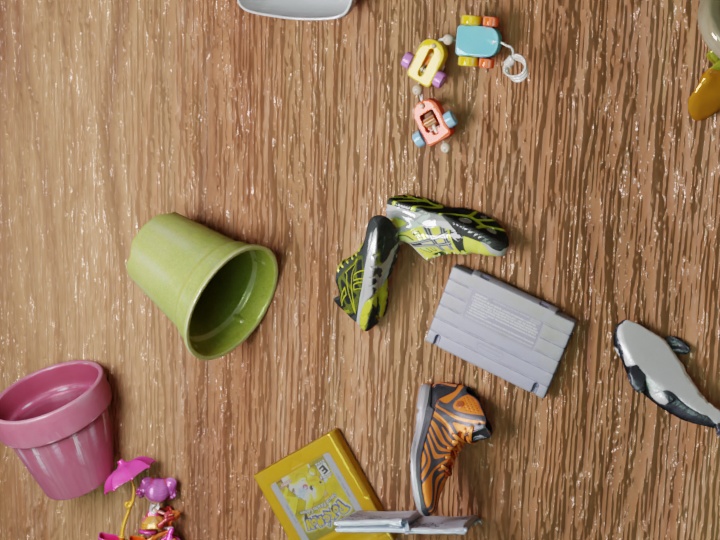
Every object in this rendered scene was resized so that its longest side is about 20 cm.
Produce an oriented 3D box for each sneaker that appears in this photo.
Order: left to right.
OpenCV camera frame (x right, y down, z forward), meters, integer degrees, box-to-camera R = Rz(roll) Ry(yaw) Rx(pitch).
[{"bbox_3d":[0.000,0.000,1.483,0.084,0.074,0.203,27,129,22],"label":"sneaker"},{"bbox_3d":[0.126,-0.051,1.456,0.197,0.075,0.078,20,113,28],"label":"sneaker"},{"bbox_3d":[0.135,0.259,1.458,0.110,0.078,0.203,-1,66,17],"label":"sneaker"}]

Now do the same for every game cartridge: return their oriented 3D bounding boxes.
[{"bbox_3d":[-0.059,0.383,1.615,0.175,0.032,0.202,-32,86,23],"label":"game cartridge"},{"bbox_3d":[0.206,0.086,1.462,0.198,0.038,0.132,26,103,16],"label":"game cartridge"}]

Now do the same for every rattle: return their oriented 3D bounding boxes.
[{"bbox_3d":[0.461,-0.326,1.295,0.128,0.143,0.203,-21,74,-9],"label":"rattle"}]

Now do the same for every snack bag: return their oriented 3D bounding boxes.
[{"bbox_3d":[0.073,0.370,1.465,0.196,0.188,0.022,-2,81,12],"label":"snack bag"}]

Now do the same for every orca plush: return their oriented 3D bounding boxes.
[{"bbox_3d":[0.427,0.156,1.383,0.198,0.071,0.106,32,64,9],"label":"orca plush"}]

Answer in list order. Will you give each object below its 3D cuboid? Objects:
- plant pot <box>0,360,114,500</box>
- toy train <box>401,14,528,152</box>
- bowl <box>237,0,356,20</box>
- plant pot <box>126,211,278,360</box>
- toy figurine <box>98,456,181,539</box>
[{"bbox_3d":[-0.508,0.281,1.700,0.196,0.200,0.182,-5,112,22],"label":"plant pot"},{"bbox_3d":[0.142,-0.272,1.419,0.199,0.055,0.152,-34,87,26],"label":"toy train"},{"bbox_3d":[-0.080,-0.471,1.460,0.197,0.074,0.204,10,102,21],"label":"bowl"},{"bbox_3d":[-0.262,0.007,1.562,0.183,0.199,0.203,32,109,25],"label":"plant pot"},{"bbox_3d":[-0.371,0.415,1.700,0.196,0.150,0.188,8,90,-13],"label":"toy figurine"}]
